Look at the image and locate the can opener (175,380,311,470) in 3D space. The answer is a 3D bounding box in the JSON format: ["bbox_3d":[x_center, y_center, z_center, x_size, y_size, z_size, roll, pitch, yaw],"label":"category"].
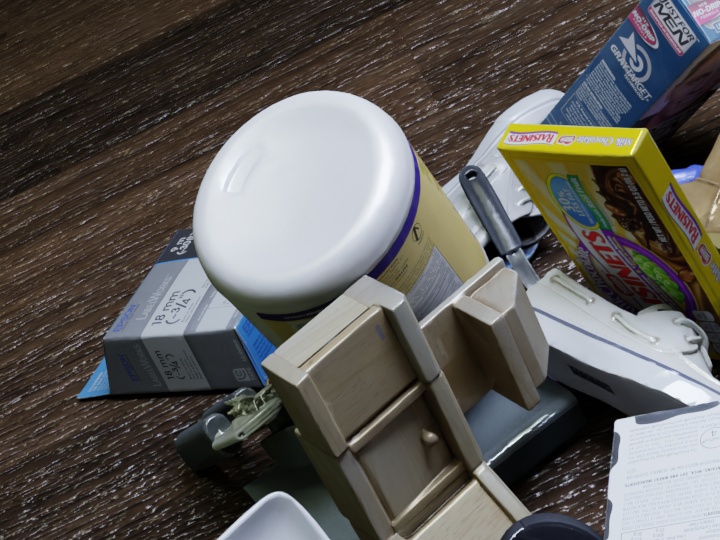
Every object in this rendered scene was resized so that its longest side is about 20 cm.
[{"bbox_3d":[-0.081,0.114,1.037,0.052,0.067,0.200,-39,5,-22],"label":"can opener"}]

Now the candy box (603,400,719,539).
[{"bbox_3d":[0.164,0.188,0.670,0.071,0.169,0.201,-14,34,24],"label":"candy box"}]

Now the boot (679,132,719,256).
[{"bbox_3d":[0.243,-0.079,1.006,0.174,0.066,0.201,10,59,40],"label":"boot"}]

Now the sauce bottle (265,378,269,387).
[{"bbox_3d":[-0.024,0.042,1.135,0.065,0.066,0.201,-14,32,21],"label":"sauce bottle"}]

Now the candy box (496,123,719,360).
[{"bbox_3d":[0.169,-0.014,0.936,0.102,0.200,0.027,11,59,46],"label":"candy box"}]

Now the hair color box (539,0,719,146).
[{"bbox_3d":[0.220,-0.147,1.102,0.099,0.061,0.200,-26,-14,-28],"label":"hair color box"}]

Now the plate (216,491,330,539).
[{"bbox_3d":[-0.051,0.251,0.773,0.200,0.200,0.032,-40,-7,-19],"label":"plate"}]

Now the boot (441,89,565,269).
[{"bbox_3d":[0.120,-0.054,1.172,0.200,0.074,0.095,-46,40,-13],"label":"boot"}]

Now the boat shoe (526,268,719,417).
[{"bbox_3d":[0.178,0.052,0.927,0.199,0.071,0.070,26,70,42],"label":"boat shoe"}]

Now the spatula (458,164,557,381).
[{"bbox_3d":[0.113,-0.005,1.076,0.056,0.021,0.201,-27,50,0],"label":"spatula"}]

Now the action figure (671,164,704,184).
[{"bbox_3d":[0.280,-0.075,1.066,0.199,0.065,0.099,10,56,46],"label":"action figure"}]

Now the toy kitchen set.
[{"bbox_3d":[0.087,0.099,0.831,0.163,0.201,0.180,-39,33,-19],"label":"toy kitchen set"}]

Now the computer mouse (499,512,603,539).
[{"bbox_3d":[0.054,0.215,0.729,0.138,0.046,0.203,9,69,-11],"label":"computer mouse"}]

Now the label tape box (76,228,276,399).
[{"bbox_3d":[-0.141,0.030,1.249,0.198,0.064,0.145,-6,36,31],"label":"label tape box"}]

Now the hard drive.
[{"bbox_3d":[0.034,0.123,1.002,0.199,0.033,0.139,-35,31,-12],"label":"hard drive"}]

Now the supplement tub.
[{"bbox_3d":[0.000,0.000,0.953,0.144,0.200,0.147,-14,55,21],"label":"supplement tub"}]
